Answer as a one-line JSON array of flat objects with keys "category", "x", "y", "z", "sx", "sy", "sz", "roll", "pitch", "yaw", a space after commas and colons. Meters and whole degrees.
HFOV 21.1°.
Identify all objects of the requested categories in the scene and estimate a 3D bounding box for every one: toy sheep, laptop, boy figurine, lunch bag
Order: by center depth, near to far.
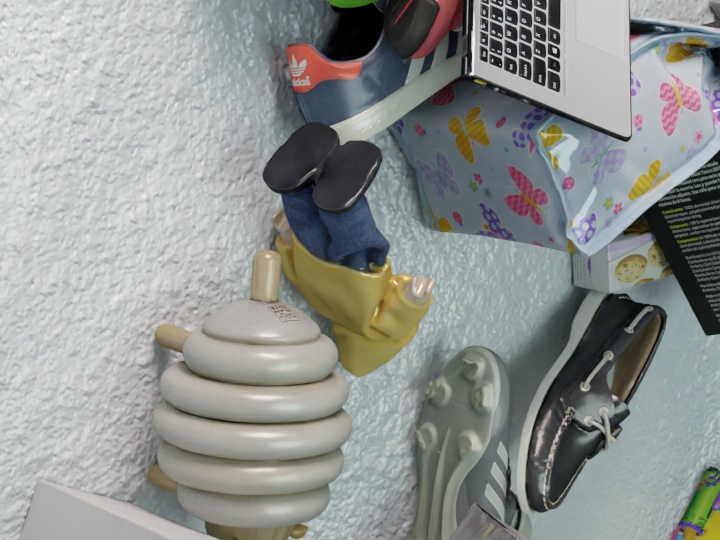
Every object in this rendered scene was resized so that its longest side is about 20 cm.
[{"category": "laptop", "x": 0.116, "y": -0.209, "z": 1.150, "sx": 0.199, "sy": 0.116, "sz": 0.189, "roll": 19, "pitch": 60, "yaw": -28}, {"category": "toy sheep", "x": -0.069, "y": 0.087, "z": 1.200, "sx": 0.137, "sy": 0.137, "sz": 0.202, "roll": -9, "pitch": 105, "yaw": -39}, {"category": "boy figurine", "x": 0.000, "y": 0.000, "z": 1.252, "sx": 0.065, "sy": 0.124, "sz": 0.201, "roll": -53, "pitch": 146, "yaw": -25}, {"category": "lunch bag", "x": 0.144, "y": -0.113, "z": 1.315, "sx": 0.199, "sy": 0.169, "sz": 0.128, "roll": -34, "pitch": 116, "yaw": -27}]

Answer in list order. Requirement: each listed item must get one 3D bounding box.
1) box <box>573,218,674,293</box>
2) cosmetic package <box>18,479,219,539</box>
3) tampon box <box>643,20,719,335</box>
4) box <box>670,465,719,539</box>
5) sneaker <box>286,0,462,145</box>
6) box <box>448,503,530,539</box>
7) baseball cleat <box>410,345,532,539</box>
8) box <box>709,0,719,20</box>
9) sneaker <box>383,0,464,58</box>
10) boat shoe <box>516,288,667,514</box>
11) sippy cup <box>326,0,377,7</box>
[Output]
[{"category": "box", "x": 0.246, "y": -0.023, "z": 1.506, "sx": 0.199, "sy": 0.039, "sz": 0.042, "roll": -13, "pitch": 107, "yaw": -38}, {"category": "cosmetic package", "x": -0.113, "y": 0.177, "z": 1.135, "sx": 0.082, "sy": 0.199, "sz": 0.051, "roll": 20, "pitch": 86, "yaw": -40}, {"category": "tampon box", "x": 0.298, "y": -0.077, "z": 1.444, "sx": 0.150, "sy": 0.126, "sz": 0.201, "roll": -38, "pitch": 106, "yaw": -34}, {"category": "box", "x": 0.337, "y": 0.289, "z": 1.543, "sx": 0.122, "sy": 0.199, "sz": 0.193, "roll": 42, "pitch": 73, "yaw": -38}, {"category": "sneaker", "x": 0.031, "y": -0.162, "z": 1.273, "sx": 0.200, "sy": 0.075, "sz": 0.085, "roll": -39, "pitch": 114, "yaw": -33}, {"category": "box", "x": 0.092, "y": 0.268, "z": 1.381, "sx": 0.159, "sy": 0.048, "sz": 0.200, "roll": -55, "pitch": 143, "yaw": -1}, {"category": "baseball cleat", "x": 0.084, "y": 0.148, "z": 1.395, "sx": 0.106, "sy": 0.069, "sz": 0.202, "roll": -1, "pitch": 110, "yaw": -46}, {"category": "box", "x": 0.414, "y": -0.213, "z": 1.547, "sx": 0.199, "sy": 0.130, "sz": 0.200, "roll": -54, "pitch": 127, "yaw": -18}, {"category": "sneaker", "x": 0.083, "y": -0.191, "z": 1.238, "sx": 0.087, "sy": 0.074, "sz": 0.201, "roll": 36, "pitch": 46, "yaw": -7}, {"category": "boat shoe", "x": 0.169, "y": 0.097, "z": 1.415, "sx": 0.201, "sy": 0.060, "sz": 0.074, "roll": -59, "pitch": 148, "yaw": -38}, {"category": "sippy cup", "x": -0.007, "y": -0.258, "z": 1.188, "sx": 0.130, "sy": 0.139, "sz": 0.179, "roll": 20, "pitch": 98, "yaw": -52}]
